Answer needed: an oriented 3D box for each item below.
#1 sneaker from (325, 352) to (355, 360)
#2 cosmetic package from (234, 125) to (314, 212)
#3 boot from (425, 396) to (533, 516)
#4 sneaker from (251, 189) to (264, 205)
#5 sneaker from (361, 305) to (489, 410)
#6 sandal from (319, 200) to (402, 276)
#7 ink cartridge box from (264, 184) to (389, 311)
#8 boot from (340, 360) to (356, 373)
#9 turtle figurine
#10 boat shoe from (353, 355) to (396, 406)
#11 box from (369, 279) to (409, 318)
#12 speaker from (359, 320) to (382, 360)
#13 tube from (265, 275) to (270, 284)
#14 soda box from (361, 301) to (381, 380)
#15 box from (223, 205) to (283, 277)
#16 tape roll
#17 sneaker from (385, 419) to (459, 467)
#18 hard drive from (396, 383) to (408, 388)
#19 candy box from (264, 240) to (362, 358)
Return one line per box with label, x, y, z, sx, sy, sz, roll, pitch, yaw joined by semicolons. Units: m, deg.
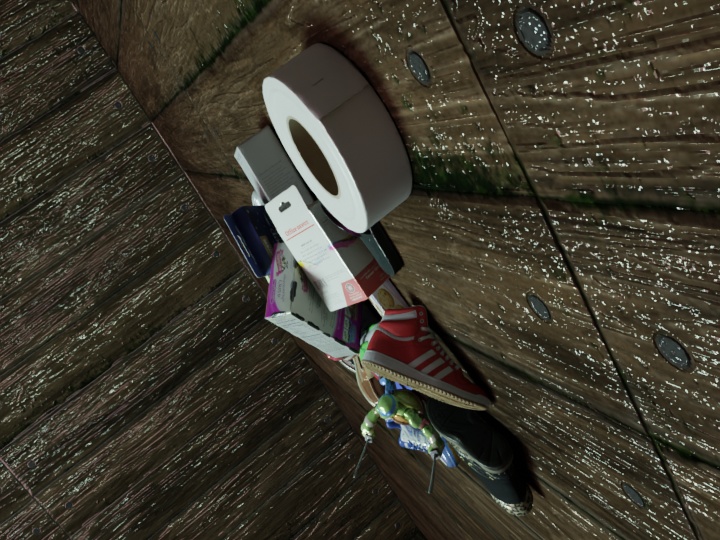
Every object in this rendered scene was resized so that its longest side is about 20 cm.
sneaker;-0.067;0.076;1.268;0.204;0.073;0.086;63;-154;8
cosmetic package;-0.139;-0.140;1.180;0.203;0.073;0.101;57;169;-8
boot;0.190;0.290;1.084;0.203;0.073;0.156;39;163;56
sneaker;-0.134;-0.080;1.333;0.114;0.075;0.202;35;162;55
sneaker;0.109;0.123;0.995;0.195;0.115;0.072;22;160;5
sandal;-0.013;-0.072;0.948;0.203;0.048;0.075;56;168;-5
ink cartridge box;-0.054;-0.046;1.052;0.115;0.067;0.203;-20;107;54
boot;-0.041;0.131;1.500;0.205;0.073;0.155;50;164;17
turtle figurine;0.079;0.286;1.169;0.192;0.142;0.205;13;-124;-55
boat shoe;0.025;0.191;1.379;0.203;0.074;0.073;62;153;27
box;0.085;0.105;1.066;0.202;0.041;0.039;54;168;7
speaker;0.046;0.134;1.185;0.089;0.088;0.200;53;167;4
tube;-0.158;0.002;1.265;0.056;0.053;0.200;17;-179;3
soda box;0.000;0.114;1.336;0.201;0.069;0.064;51;169;15
box;-0.164;-0.056;1.197;0.123;0.032;0.200;61;-164;1
tape roll;-0.028;-0.146;0.763;0.204;0.070;0.203;52;167;16
sneaker;0.131;0.367;1.464;0.199;0.087;0.076;41;161;44
hard drive;0.101;0.250;1.413;0.134;0.025;0.199;62;166;-26
candy box;-0.073;0.051;1.158;0.199;0.060;0.140;38;-133;-47
